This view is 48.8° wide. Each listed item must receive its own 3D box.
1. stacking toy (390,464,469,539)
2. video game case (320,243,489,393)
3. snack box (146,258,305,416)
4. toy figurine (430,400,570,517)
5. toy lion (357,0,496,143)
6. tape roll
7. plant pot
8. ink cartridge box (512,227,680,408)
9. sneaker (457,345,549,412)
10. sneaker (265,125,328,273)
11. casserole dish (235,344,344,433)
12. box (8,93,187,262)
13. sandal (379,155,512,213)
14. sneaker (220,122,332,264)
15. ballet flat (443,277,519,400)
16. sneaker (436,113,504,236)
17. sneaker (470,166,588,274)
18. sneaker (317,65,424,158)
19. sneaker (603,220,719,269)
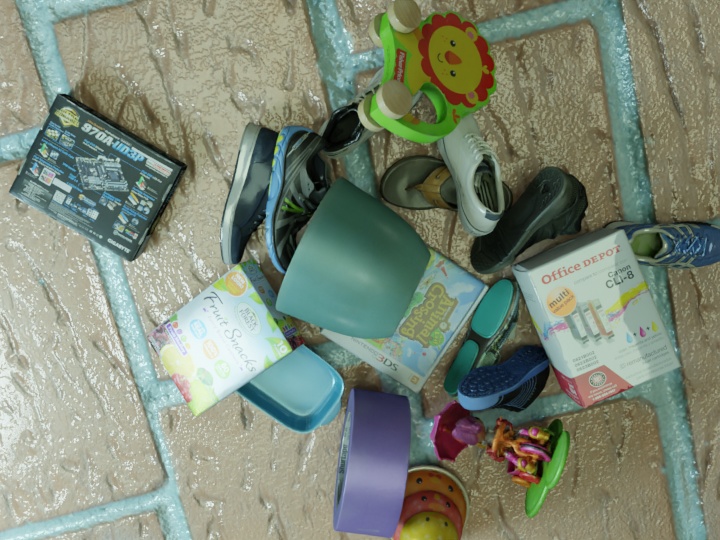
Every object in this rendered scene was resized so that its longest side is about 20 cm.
[{"bbox_3d":[0.104,0.394,1.175,0.144,0.200,0.148,-1,102,-2],"label":"stacking toy"},{"bbox_3d":[0.066,0.058,1.196,0.181,0.022,0.201,32,99,-8],"label":"video game case"},{"bbox_3d":[-0.196,0.098,1.137,0.199,0.053,0.143,-34,88,23],"label":"snack box"},{"bbox_3d":[0.194,0.258,1.172,0.182,0.200,0.152,19,71,5],"label":"toy figurine"},{"bbox_3d":[0.100,-0.262,1.066,0.190,0.068,0.203,17,70,-27],"label":"toy lion"},{"bbox_3d":[0.015,0.277,1.148,0.084,0.200,0.203,8,101,-4],"label":"tape roll"},{"bbox_3d":[0.000,0.000,1.078,0.160,0.201,0.202,27,100,3],"label":"plant pot"},{"bbox_3d":[0.319,0.058,1.102,0.144,0.145,0.202,-24,91,4],"label":"ink cartridge box"},{"bbox_3d":[0.213,0.177,1.158,0.198,0.070,0.079,-17,119,-40],"label":"sneaker"},{"bbox_3d":[-0.083,-0.089,1.061,0.082,0.071,0.202,9,106,-3],"label":"sneaker"},{"bbox_3d":[-0.116,0.158,1.202,0.199,0.039,0.122,37,98,-9],"label":"casserole dish"},{"bbox_3d":[-0.372,-0.131,1.129,0.198,0.046,0.160,29,99,-7],"label":"box"},{"bbox_3d":[0.127,-0.114,1.146,0.197,0.055,0.083,14,101,-5],"label":"sandal"},{"bbox_3d":[-0.116,-0.092,1.131,0.144,0.077,0.205,16,100,-2],"label":"sneaker"},{"bbox_3d":[0.194,0.106,1.196,0.074,0.074,0.202,28,102,-7],"label":"ballet flat"},{"bbox_3d":[0.161,-0.151,1.099,0.072,0.071,0.203,-7,74,-27],"label":"sneaker"},{"bbox_3d":[0.251,-0.059,1.149,0.113,0.077,0.200,13,129,-41],"label":"sneaker"},{"bbox_3d":[0.024,-0.222,1.089,0.200,0.115,0.076,-40,100,6],"label":"sneaker"},{"bbox_3d":[0.456,-0.032,1.163,0.197,0.077,0.077,-1,101,-1],"label":"sneaker"}]
